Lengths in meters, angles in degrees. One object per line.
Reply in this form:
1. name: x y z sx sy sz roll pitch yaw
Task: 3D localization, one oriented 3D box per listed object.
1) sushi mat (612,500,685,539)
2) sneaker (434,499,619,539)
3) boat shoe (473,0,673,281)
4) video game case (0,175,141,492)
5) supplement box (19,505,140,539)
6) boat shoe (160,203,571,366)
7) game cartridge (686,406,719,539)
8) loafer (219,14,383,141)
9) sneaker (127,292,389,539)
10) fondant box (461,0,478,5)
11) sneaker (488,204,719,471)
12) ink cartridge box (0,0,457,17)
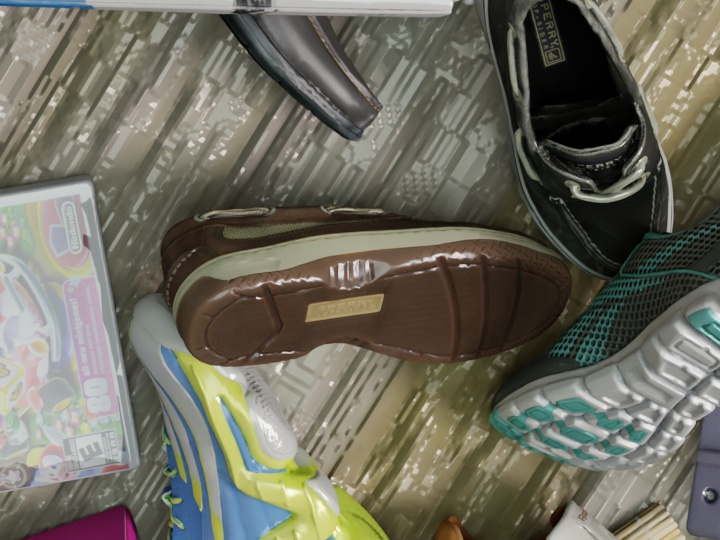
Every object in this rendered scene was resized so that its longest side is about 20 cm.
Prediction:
1. sushi mat: 0.093 0.208 1.360 0.200 0.012 0.096 -35 105 2
2. sneaker: 0.127 0.158 1.306 0.199 0.073 0.085 7 97 1
3. boat shoe: 0.100 -0.061 1.244 0.070 0.064 0.200 -23 128 3
4. video game case: -0.213 0.041 1.283 0.199 0.018 0.144 -10 104 -4
5. supplement box: -0.125 0.229 1.295 0.101 0.103 0.201 -19 103 -1
6. boat shoe: 0.002 -0.005 1.269 0.202 0.075 0.075 1 128 -30
7. game cartridge: 0.229 0.033 1.264 0.129 0.038 0.201 6 79 24
8. loafer: -0.045 -0.149 1.232 0.072 0.073 0.200 -37 105 -1
9. sneaker: -0.068 0.110 1.287 0.105 0.076 0.200 -37 105 3
10. fondant box: 0.087 -0.236 1.234 0.144 0.058 0.201 -16 103 -2
11. sneaker: 0.137 0.028 1.266 0.077 0.091 0.200 30 143 -25
12. ink cartridge box: -0.057 -0.181 1.153 0.199 0.084 0.145 2 93 -3
